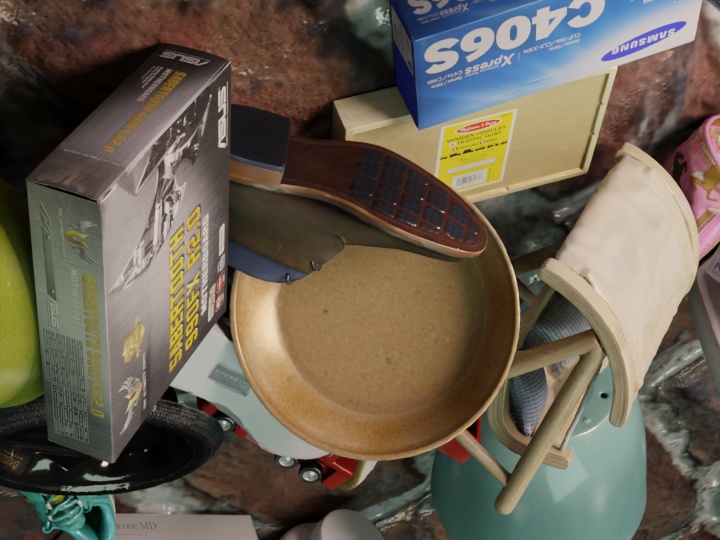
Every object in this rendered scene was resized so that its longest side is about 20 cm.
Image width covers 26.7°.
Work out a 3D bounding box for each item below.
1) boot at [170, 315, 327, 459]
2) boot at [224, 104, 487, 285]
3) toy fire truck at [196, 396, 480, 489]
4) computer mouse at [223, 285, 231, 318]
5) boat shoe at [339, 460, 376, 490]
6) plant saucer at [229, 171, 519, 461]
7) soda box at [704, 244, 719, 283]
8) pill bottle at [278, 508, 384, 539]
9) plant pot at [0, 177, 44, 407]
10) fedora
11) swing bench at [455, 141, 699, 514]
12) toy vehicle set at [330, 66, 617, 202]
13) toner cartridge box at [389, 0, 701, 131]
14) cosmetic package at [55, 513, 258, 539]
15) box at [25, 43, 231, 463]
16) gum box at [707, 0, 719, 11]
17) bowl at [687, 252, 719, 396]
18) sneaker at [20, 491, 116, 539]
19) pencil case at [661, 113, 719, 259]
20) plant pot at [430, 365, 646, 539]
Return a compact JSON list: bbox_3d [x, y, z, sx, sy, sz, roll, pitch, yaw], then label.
[{"bbox_3d":[-0.093,0.062,1.110,0.074,0.096,0.200,-46,127,9],"label":"boot"},{"bbox_3d":[-0.022,-0.033,1.000,0.200,0.075,0.097,23,132,-6],"label":"boot"},{"bbox_3d":[-0.016,0.112,1.230,0.200,0.049,0.141,33,126,-22],"label":"toy fire truck"},{"bbox_3d":[0.000,0.000,1.151,0.200,0.044,0.110,-2,154,-31],"label":"computer mouse"},{"bbox_3d":[0.016,0.103,1.314,0.069,0.071,0.200,-30,154,-44],"label":"boat shoe"},{"bbox_3d":[0.011,0.028,1.036,0.200,0.200,0.035,-29,176,11],"label":"plant saucer"},{"bbox_3d":[0.360,-0.063,1.201,0.068,0.063,0.200,9,115,-42],"label":"soda box"},{"bbox_3d":[-0.059,0.331,1.569,0.112,0.112,0.200,6,139,-39],"label":"pill bottle"},{"bbox_3d":[-0.259,0.008,0.876,0.200,0.201,0.193,-33,160,17],"label":"plant pot"},{"bbox_3d":[-0.200,0.096,1.110,0.200,0.092,0.201,-7,154,-4],"label":"fedora"},{"bbox_3d":[0.156,0.041,1.130,0.200,0.130,0.199,-44,-177,40],"label":"swing bench"},{"bbox_3d":[0.076,-0.092,1.071,0.200,0.027,0.124,-14,149,-13],"label":"toy vehicle set"},{"bbox_3d":[0.121,-0.162,0.974,0.200,0.043,0.095,-19,151,-6],"label":"toner cartridge box"},{"bbox_3d":[-0.181,0.340,1.418,0.199,0.200,0.123,9,135,-42],"label":"cosmetic package"},{"bbox_3d":[-0.132,-0.011,0.903,0.048,0.158,0.200,17,130,14],"label":"box"},{"bbox_3d":[0.161,-0.211,0.767,0.045,0.200,0.170,-37,146,24],"label":"gum box"},{"bbox_3d":[0.370,0.024,1.299,0.200,0.200,0.075,-37,126,26],"label":"bowl"},{"bbox_3d":[-0.244,0.168,1.223,0.077,0.080,0.200,-25,149,4],"label":"sneaker"},{"bbox_3d":[0.254,-0.036,1.213,0.083,0.087,0.200,-22,155,-46],"label":"pencil case"},{"bbox_3d":[0.163,0.146,1.352,0.200,0.201,0.161,-15,139,-12],"label":"plant pot"}]
